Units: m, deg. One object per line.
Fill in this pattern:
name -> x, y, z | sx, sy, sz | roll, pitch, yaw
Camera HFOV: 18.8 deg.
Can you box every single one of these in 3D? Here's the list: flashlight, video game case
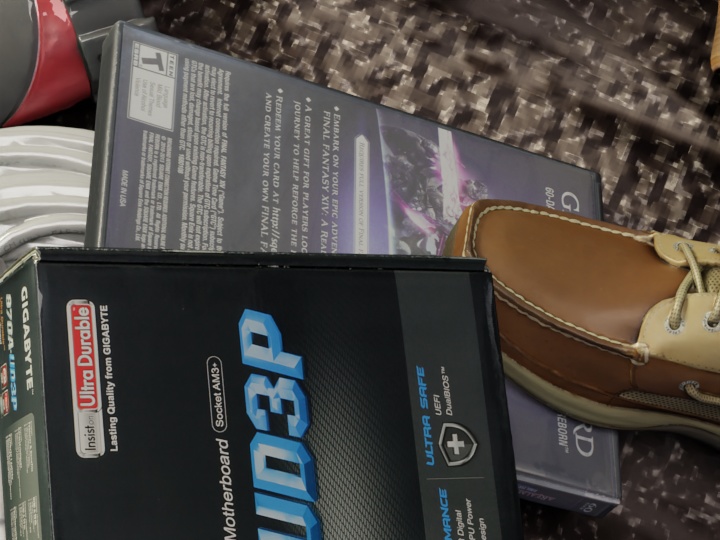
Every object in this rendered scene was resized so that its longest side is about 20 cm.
flashlight -> -0.175, -0.069, 0.800 | 0.200, 0.068, 0.068 | -20, 75, -12
video game case -> 0.000, 0.000, 0.763 | 0.200, 0.019, 0.143 | 16, 54, -23

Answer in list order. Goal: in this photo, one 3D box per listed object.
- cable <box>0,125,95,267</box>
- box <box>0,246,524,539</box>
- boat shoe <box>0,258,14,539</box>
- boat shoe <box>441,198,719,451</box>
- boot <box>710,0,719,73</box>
cable -> -0.110, 0.048, 0.767 | 0.200, 0.069, 0.200 | -15, 73, -8
box -> -0.026, 0.095, 0.665 | 0.159, 0.046, 0.201 | 2, 74, -27
boat shoe -> -0.110, 0.086, 0.685 | 0.068, 0.072, 0.200 | 5, 63, -24
boat shoe -> 0.126, 0.019, 0.765 | 0.200, 0.074, 0.076 | 22, 51, -16
boot -> 0.235, -0.060, 0.844 | 0.199, 0.072, 0.167 | -5, 84, -8
